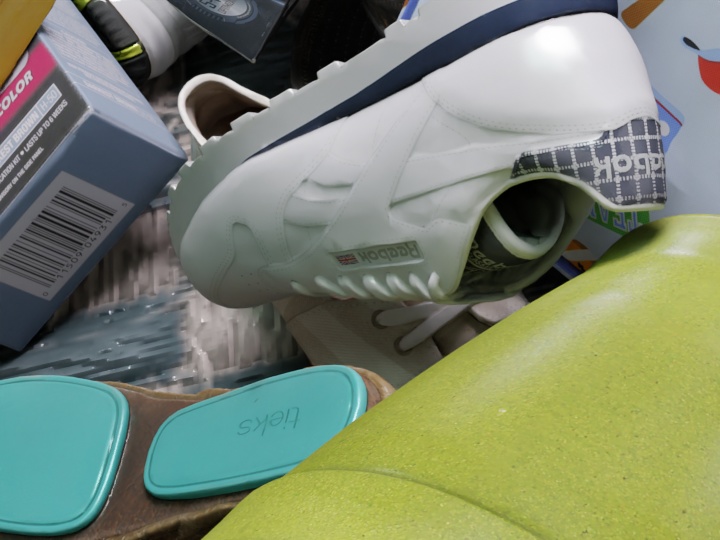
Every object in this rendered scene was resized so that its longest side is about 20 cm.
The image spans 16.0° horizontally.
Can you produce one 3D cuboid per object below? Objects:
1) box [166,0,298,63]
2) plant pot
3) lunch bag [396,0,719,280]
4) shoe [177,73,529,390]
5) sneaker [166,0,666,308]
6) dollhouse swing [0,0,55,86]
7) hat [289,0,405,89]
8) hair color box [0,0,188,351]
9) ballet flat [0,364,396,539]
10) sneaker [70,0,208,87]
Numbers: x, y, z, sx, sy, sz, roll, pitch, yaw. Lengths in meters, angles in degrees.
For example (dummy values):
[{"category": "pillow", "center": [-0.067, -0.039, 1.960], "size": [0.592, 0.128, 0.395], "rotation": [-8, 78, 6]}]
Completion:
[{"category": "box", "center": [0.011, -0.188, 0.921], "size": [0.043, 0.200, 0.160], "rotation": [34, 56, -1]}, {"category": "plant pot", "center": [0.070, 0.089, 0.705], "size": [0.200, 0.201, 0.193], "rotation": [19, 49, 31]}, {"category": "lunch bag", "center": [0.100, -0.057, 0.805], "size": [0.200, 0.161, 0.075], "rotation": [41, 44, 22]}, {"category": "shoe", "center": [0.000, 0.000, 0.873], "size": [0.070, 0.053, 0.200], "rotation": [-39, 55, -10]}, {"category": "sneaker", "center": [0.011, -0.020, 0.784], "size": [0.076, 0.200, 0.081], "rotation": [-12, 77, -41]}, {"category": "dollhouse swing", "center": [-0.239, -0.127, 0.881], "size": [0.200, 0.176, 0.182], "rotation": [33, 90, 36]}, {"category": "hat", "center": [0.061, -0.113, 0.929], "size": [0.200, 0.081, 0.201], "rotation": [-10, 49, 11]}, {"category": "hair color box", "center": [-0.157, -0.076, 0.959], "size": [0.099, 0.061, 0.200], "rotation": [-47, 53, 12]}, {"category": "ballet flat", "center": [-0.059, 0.070, 0.822], "size": [0.199, 0.072, 0.068], "rotation": [-9, 50, 32]}, {"category": "sneaker", "center": [-0.112, -0.152, 1.039], "size": [0.076, 0.076, 0.200], "rotation": [-29, 58, -15]}]
